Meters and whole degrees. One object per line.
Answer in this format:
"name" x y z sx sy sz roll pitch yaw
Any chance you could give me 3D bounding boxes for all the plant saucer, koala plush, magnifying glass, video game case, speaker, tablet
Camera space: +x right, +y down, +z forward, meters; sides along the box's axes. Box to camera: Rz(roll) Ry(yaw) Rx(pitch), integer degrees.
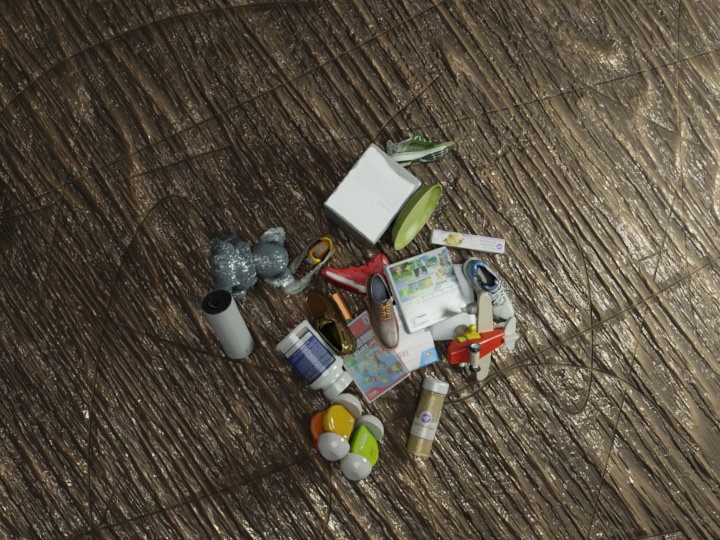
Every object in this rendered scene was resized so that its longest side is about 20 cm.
"plant saucer" 0.139 -0.144 1.642 0.031 0.200 0.201 37 86 16
"koala plush" -0.275 -0.018 1.628 0.198 0.184 0.179 -7 88 -7
"magnifying glass" -0.021 0.150 1.704 0.079 0.022 0.201 -30 88 -3
"video game case" 0.020 0.226 1.665 0.143 0.017 0.201 -38 82 20
"speaker" -0.332 0.137 1.601 0.080 0.201 0.082 -6 49 7
"video game case" 0.174 0.049 1.664 0.199 0.022 0.184 -18 85 -27
"tablet" 0.245 0.085 1.721 0.129 0.014 0.202 -3 88 -3

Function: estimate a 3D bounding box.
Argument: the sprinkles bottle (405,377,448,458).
"sprinkles bottle" 0.175 0.387 1.677 0.068 0.068 0.202 15 87 -1

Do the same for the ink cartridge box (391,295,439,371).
"ink cartridge box" 0.119 0.160 1.685 0.115 0.068 0.202 -20 88 -3

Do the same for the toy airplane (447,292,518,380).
"toy airplane" 0.311 0.173 1.659 0.199 0.141 0.201 33 85 -44

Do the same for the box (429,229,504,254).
"box" 0.287 -0.077 1.717 0.198 0.041 0.039 8 88 -3

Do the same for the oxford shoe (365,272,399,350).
"oxford shoe" 0.054 0.105 1.612 0.071 0.073 0.202 -16 82 -7

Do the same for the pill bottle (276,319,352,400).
"pill bottle" -0.116 0.235 1.651 0.111 0.111 0.200 -42 89 -3

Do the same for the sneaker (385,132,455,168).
"sneaker" 0.156 -0.336 1.713 0.198 0.077 0.089 -12 79 -5

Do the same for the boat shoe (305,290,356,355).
"boat shoe" -0.083 0.131 1.655 0.072 0.068 0.200 -45 71 15

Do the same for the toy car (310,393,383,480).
"toy car" -0.046 0.434 1.631 0.149 0.176 0.200 -30 113 37

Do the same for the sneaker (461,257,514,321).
"sneaker" 0.343 0.055 1.685 0.077 0.085 0.200 -39 96 -6

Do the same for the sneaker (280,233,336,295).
"sneaker" -0.142 -0.020 1.677 0.078 0.082 0.201 38 88 -1

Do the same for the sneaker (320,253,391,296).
"sneaker" 0.000 0.000 1.695 0.198 0.078 0.117 21 78 -13

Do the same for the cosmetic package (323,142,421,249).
"cosmetic package" 0.027 -0.186 1.649 0.166 0.167 0.201 38 85 0
